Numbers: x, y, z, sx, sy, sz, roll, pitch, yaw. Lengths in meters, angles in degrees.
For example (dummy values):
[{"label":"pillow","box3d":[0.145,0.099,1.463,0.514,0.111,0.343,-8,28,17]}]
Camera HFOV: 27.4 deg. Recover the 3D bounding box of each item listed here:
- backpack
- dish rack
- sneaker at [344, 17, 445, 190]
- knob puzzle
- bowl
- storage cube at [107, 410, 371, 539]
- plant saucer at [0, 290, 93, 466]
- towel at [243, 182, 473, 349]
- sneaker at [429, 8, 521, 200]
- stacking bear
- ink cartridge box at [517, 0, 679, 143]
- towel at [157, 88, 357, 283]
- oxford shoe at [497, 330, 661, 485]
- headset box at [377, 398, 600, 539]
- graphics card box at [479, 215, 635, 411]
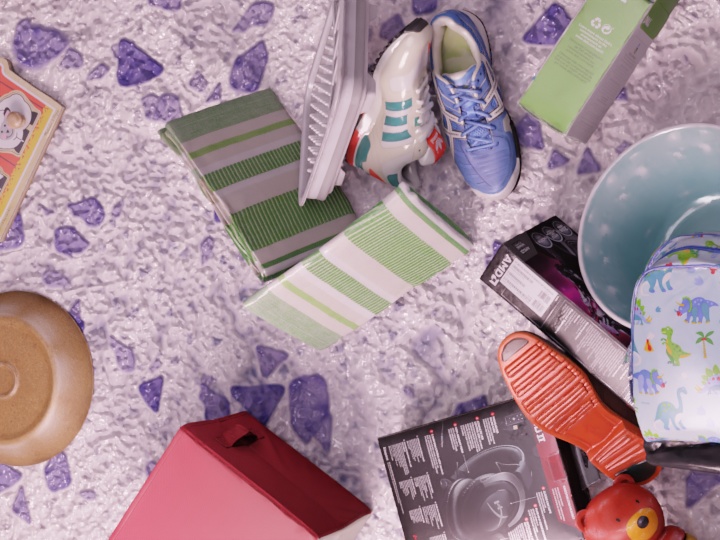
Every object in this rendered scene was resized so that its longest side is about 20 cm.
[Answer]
[{"label":"backpack","box3d":[0.296,0.067,1.216,0.163,0.153,0.201,3,83,44]},{"label":"dish rack","box3d":[-0.022,-0.175,1.461,0.043,0.200,0.172,8,55,-11]},{"label":"sneaker","box3d":[0.053,-0.159,1.468,0.093,0.070,0.200,34,137,10]},{"label":"knob puzzle","box3d":[-0.458,-0.158,1.708,0.218,0.030,0.221,0,90,21]},{"label":"bowl","box3d":[0.313,-0.025,1.366,0.200,0.105,0.202,-15,63,33]},{"label":"storage cube","box3d":[-0.127,0.273,1.509,0.179,0.171,0.201,35,100,15]},{"label":"plant saucer","box3d":[-0.398,0.124,1.680,0.199,0.035,0.202,0,89,20]},{"label":"towel","box3d":[0.000,0.000,1.474,0.200,0.152,0.023,-35,57,14]},{"label":"sneaker","box3d":[0.106,-0.166,1.477,0.075,0.077,0.201,-19,84,17]},{"label":"stacking bear","box3d":[0.284,0.286,1.372,0.121,0.114,0.200,-37,88,-12]},{"label":"ink cartridge box","box3d":[0.238,-0.222,1.415,0.059,0.104,0.201,36,101,16]},{"label":"towel","box3d":[-0.098,-0.090,1.520,0.200,0.152,0.023,54,142,16]},{"label":"oxford shoe","box3d":[0.205,0.121,1.404,0.071,0.073,0.200,-38,107,26]},{"label":"headset box","box3d":[0.135,0.208,1.462,0.199,0.077,0.150,-19,83,18]},{"label":"graphics card box","box3d":[0.223,0.038,1.404,0.200,0.125,0.051,41,122,17]}]
